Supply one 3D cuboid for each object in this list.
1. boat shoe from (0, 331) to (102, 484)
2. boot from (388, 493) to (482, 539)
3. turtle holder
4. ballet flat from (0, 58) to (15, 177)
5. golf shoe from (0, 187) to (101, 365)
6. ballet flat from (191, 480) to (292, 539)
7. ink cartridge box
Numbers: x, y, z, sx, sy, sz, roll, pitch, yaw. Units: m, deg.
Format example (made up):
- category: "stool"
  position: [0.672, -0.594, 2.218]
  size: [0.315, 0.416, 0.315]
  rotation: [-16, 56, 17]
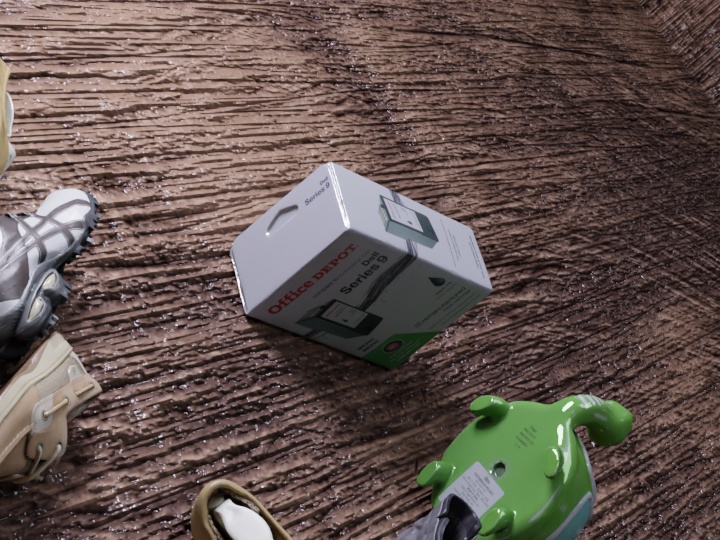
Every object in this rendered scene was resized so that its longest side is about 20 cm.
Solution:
- category: "boat shoe"
  position: [-0.230, 0.110, 1.102]
  size: [0.065, 0.071, 0.200]
  rotation: [44, 27, -8]
- category: "boot"
  position: [0.026, 0.255, 1.234]
  size: [0.070, 0.132, 0.200]
  rotation: [42, 28, -15]
- category: "turtle holder"
  position: [0.154, 0.188, 1.472]
  size: [0.132, 0.140, 0.186]
  rotation: [47, 61, -42]
- category: "ballet flat"
  position: [-0.301, -0.114, 1.283]
  size: [0.063, 0.068, 0.201]
  rotation: [44, 26, -42]
- category: "golf shoe"
  position: [-0.259, -0.021, 1.215]
  size: [0.094, 0.078, 0.200]
  rotation: [34, 26, -16]
- category: "ballet flat"
  position: [-0.057, 0.233, 1.164]
  size: [0.069, 0.063, 0.200]
  rotation: [-37, 67, -24]
- category: "ink cartridge box"
  position: [0.000, 0.000, 1.497]
  size: [0.199, 0.146, 0.084]
  rotation: [22, 40, -41]
